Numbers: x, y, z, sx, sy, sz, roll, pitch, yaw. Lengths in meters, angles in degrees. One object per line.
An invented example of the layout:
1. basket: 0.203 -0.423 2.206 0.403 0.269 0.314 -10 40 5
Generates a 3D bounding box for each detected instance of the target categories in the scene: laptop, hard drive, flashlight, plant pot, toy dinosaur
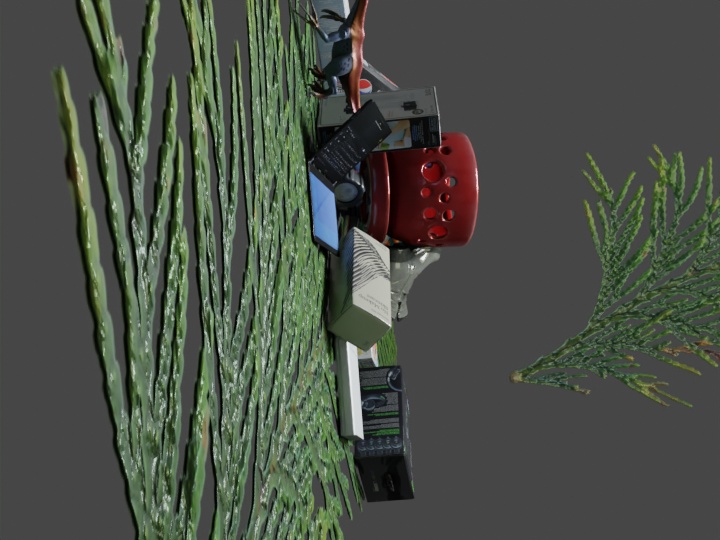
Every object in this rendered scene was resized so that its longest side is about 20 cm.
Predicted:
1. laptop: -0.010 -0.135 1.462 0.103 0.200 0.177 48 3 12
2. hard drive: -0.020 0.170 1.563 0.132 0.027 0.201 67 18 -76
3. flashlight: -0.029 -0.184 1.659 0.068 0.068 0.200 -47 -152 28
4. plant pot: 0.093 -0.139 1.681 0.200 0.182 0.201 178 -90 -83
5. toy dinosaur: -0.014 -0.349 1.459 0.181 0.200 0.105 -44 -162 35

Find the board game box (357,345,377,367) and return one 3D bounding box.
1. board game box: 0.006 0.091 1.923 0.134 0.034 0.201 68 17 -73

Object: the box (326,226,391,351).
1. box: -0.001 0.027 1.521 0.082 0.068 0.200 31 32 -23

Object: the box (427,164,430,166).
1. box: 0.073 -0.206 2.062 0.141 0.199 0.079 -90 173 -54

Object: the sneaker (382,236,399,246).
1. sneaker: 0.055 -0.040 1.811 0.200 0.080 0.071 -55 -164 7

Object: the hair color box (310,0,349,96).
1. hair color box: -0.046 -0.418 1.712 0.099 0.060 0.201 -87 169 -60

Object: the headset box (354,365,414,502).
1. headset box: 0.043 0.306 1.767 0.174 0.092 0.201 78 8 -49

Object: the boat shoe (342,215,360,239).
1. boat shoe: 0.000 0.000 1.680 0.071 0.062 0.201 -72 160 -72

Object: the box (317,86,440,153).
1. box: 0.030 -0.247 1.605 0.117 0.199 0.060 -92 176 -56

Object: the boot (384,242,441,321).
1. boot: 0.077 0.019 1.722 0.200 0.067 0.131 -9 106 -59

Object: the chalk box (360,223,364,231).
1. chalk box: 0.054 -0.092 1.924 0.200 0.124 0.124 -107 179 -54

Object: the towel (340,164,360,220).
1. towel: -0.018 -0.176 1.849 0.200 0.048 0.112 -85 170 -60

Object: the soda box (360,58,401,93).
1. soda box: 0.034 -0.336 1.850 0.200 0.063 0.071 37 20 -13
